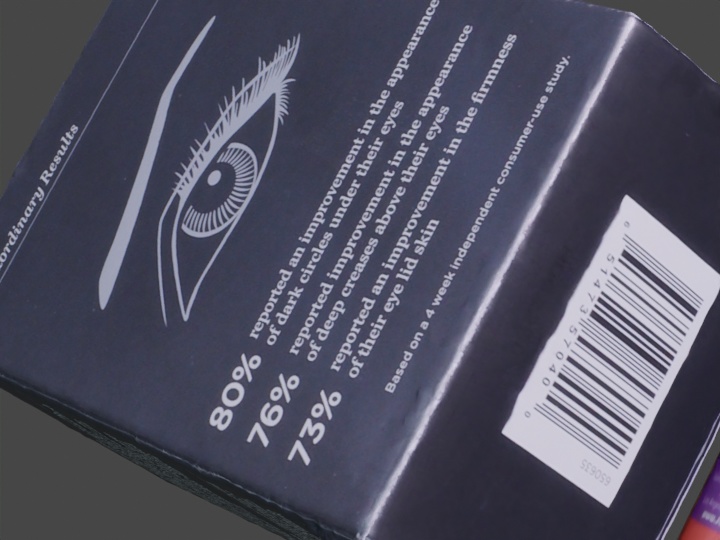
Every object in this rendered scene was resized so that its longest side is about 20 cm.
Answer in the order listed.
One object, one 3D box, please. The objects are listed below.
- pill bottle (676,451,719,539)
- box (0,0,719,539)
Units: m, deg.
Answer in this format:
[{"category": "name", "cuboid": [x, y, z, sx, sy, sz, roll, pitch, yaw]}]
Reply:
[{"category": "pill bottle", "cuboid": [0.167, 0.022, 0.686, 0.111, 0.111, 0.200, 26, 89, 9]}, {"category": "box", "cuboid": [0.000, 0.000, 0.719, 0.200, 0.104, 0.148, 21, 79, 47]}]
